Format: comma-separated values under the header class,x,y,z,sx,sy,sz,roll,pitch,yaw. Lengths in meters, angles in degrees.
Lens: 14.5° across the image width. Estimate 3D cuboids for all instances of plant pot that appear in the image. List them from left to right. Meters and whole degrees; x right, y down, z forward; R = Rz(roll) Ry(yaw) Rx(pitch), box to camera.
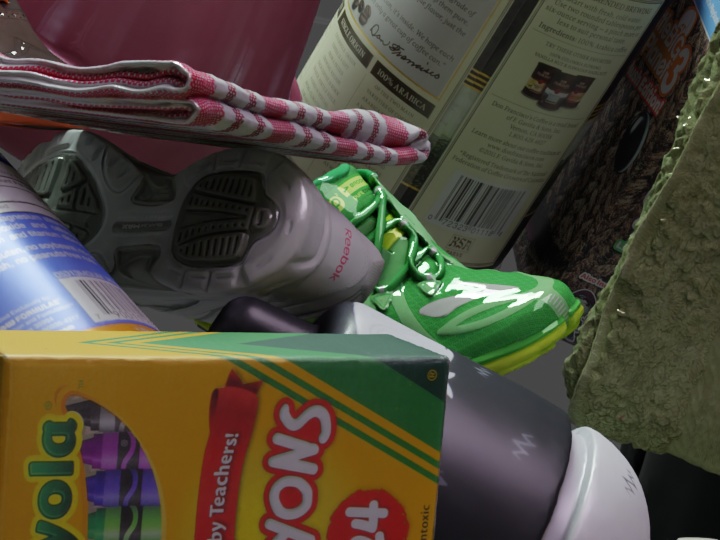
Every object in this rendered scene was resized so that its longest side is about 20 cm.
class,x,y,z,sx,sy,sz,roll,pitch,yaw
plant pot,-0.097,-0.154,1.378,0.200,0.179,0.200,26,25,-13

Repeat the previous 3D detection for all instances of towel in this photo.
class,x,y,z,sx,sy,sz,roll,pitch,yaw
towel,-0.076,-0.069,1.138,0.146,0.030,0.200,9,1,28
towel,0.184,-0.002,1.191,0.148,0.200,0.036,24,3,2

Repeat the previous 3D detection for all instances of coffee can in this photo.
class,x,y,z,sx,sy,sz,roll,pitch,yaw
coffee can,0.058,-0.113,1.455,0.146,0.200,0.146,26,25,-13

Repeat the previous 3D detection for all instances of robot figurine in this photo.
class,x,y,z,sx,sy,sz,roll,pitch,yaw
robot figurine,0.017,0.092,1.127,0.200,0.150,0.125,28,-14,-9

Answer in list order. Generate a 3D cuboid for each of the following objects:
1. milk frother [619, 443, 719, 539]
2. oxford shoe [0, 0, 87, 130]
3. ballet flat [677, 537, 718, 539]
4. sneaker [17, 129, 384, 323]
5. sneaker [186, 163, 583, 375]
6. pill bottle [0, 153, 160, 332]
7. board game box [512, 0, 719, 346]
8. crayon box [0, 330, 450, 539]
class,x,y,z,sx,sy,sz,roll,pitch,yaw
milk frother,0.140,0.046,1.265,0.200,0.188,0.180,13,3,-40
oxford shoe,-0.186,-0.117,1.276,0.200,0.073,0.071,30,19,38
ballet flat,0.137,0.140,1.125,0.074,0.074,0.200,30,5,-5
sneaker,-0.075,-0.005,1.205,0.200,0.078,0.099,10,-16,43
sneaker,0.000,0.000,1.246,0.200,0.084,0.074,12,30,25
pill bottle,-0.157,0.015,1.075,0.112,0.112,0.200,0,38,-49
board game box,0.170,-0.068,1.500,0.097,0.200,0.159,24,25,-17
crayon box,-0.071,0.087,0.978,0.200,0.127,0.051,0,9,-26
